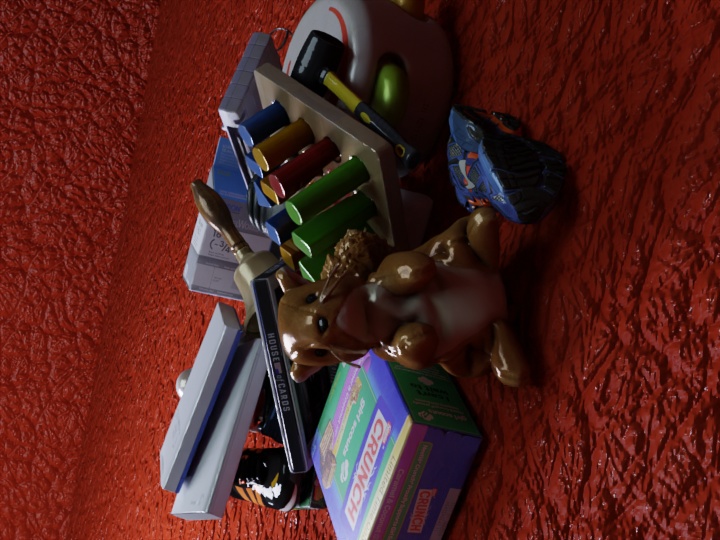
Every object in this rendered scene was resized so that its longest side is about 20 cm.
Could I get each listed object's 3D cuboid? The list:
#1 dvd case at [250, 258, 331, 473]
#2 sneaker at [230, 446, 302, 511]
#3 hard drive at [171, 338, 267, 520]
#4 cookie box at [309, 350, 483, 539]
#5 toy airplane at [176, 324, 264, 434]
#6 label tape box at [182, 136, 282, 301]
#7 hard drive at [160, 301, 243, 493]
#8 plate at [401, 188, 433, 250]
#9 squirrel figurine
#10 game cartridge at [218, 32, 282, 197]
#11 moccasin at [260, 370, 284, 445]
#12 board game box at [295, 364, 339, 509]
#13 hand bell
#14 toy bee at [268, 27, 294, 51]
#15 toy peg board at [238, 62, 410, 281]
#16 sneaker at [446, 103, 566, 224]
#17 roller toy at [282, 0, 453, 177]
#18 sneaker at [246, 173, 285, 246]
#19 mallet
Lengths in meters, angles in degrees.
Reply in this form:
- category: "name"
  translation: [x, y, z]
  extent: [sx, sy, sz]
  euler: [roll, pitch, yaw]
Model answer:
- category: "dvd case"
  translation: [-0.066, 0.093, 1.205]
  extent: [0.150, 0.024, 0.203]
  euler: [-43, -56, -74]
- category: "sneaker"
  translation: [-0.129, 0.242, 1.336]
  extent: [0.200, 0.089, 0.071]
  euler: [151, 130, -67]
- category: "hard drive"
  translation: [-0.159, 0.185, 1.312]
  extent: [0.132, 0.026, 0.203]
  euler: [-25, 45, 61]
- category: "cookie box"
  translation: [0.026, 0.161, 1.051]
  extent: [0.201, 0.074, 0.173]
  euler: [-118, 43, -60]
- category: "toy airplane"
  translation: [-0.179, 0.171, 1.498]
  extent: [0.201, 0.140, 0.201]
  euler: [-60, 13, 24]
- category: "label tape box"
  translation: [-0.145, -0.062, 1.537]
  extent: [0.063, 0.142, 0.203]
  euler: [-134, 58, -66]
- category: "hard drive"
  translation: [-0.191, 0.147, 1.349]
  extent: [0.132, 0.025, 0.203]
  euler: [-136, 67, -75]
- category: "plate"
  translation: [0.000, 0.000, 1.248]
  extent: [0.199, 0.032, 0.203]
  euler: [29, 101, 67]
- category: "squirrel figurine"
  translation: [0.020, 0.033, 0.949]
  extent: [0.200, 0.184, 0.144]
  euler: [-150, 48, -79]
- category: "game cartridge"
  translation: [-0.120, -0.177, 1.395]
  extent: [0.201, 0.038, 0.131]
  euler: [76, -156, -55]
- category: "moccasin"
  translation: [-0.093, 0.120, 1.341]
  extent: [0.201, 0.067, 0.081]
  euler: [-106, 34, -55]
- category: "board game box"
  translation: [-0.057, 0.179, 1.343]
  extent: [0.105, 0.023, 0.203]
  euler: [155, 124, -63]
- category: "hand bell"
  translation: [-0.145, -0.031, 1.344]
  extent: [0.201, 0.103, 0.105]
  euler: [53, 137, 20]
- category: "toy bee"
  translation: [-0.018, -0.253, 1.402]
  extent: [0.131, 0.109, 0.200]
  euler: [-44, 39, 2]
- category: "toy peg board"
  translation: [-0.053, -0.063, 1.107]
  extent: [0.199, 0.097, 0.202]
  euler: [38, 152, 38]
- category: "sneaker"
  translation: [0.119, -0.078, 0.964]
  extent: [0.201, 0.074, 0.080]
  euler: [-106, 24, -66]
- category: "roller toy"
  translation: [0.008, -0.196, 1.207]
  extent: [0.182, 0.138, 0.203]
  euler: [-41, 49, 47]
- category: "sneaker"
  translation: [-0.078, -0.123, 1.339]
  extent: [0.098, 0.070, 0.203]
  euler: [23, 103, 28]
- category: "mallet"
  translation: [-0.009, -0.147, 1.067]
  extent: [0.066, 0.041, 0.201]
  euler: [-56, 49, 28]
